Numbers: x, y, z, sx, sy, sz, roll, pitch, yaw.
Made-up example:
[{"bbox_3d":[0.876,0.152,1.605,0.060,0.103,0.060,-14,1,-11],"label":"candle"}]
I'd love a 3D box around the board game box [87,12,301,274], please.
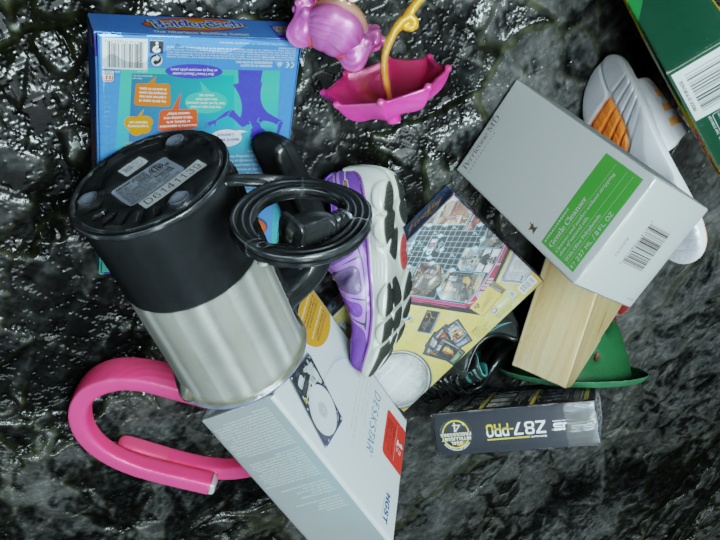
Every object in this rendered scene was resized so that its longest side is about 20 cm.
[{"bbox_3d":[-0.134,-0.096,0.630,0.152,0.045,0.201,-5,125,-24],"label":"board game box"}]

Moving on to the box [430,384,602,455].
[{"bbox_3d":[0.175,0.154,0.855,0.161,0.049,0.200,-9,175,16],"label":"box"}]

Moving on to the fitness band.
[{"bbox_3d":[-0.177,0.151,0.760,0.199,0.037,0.144,16,129,-8],"label":"fitness band"}]

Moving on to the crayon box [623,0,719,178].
[{"bbox_3d":[0.295,-0.174,0.691,0.058,0.173,0.200,-30,135,23],"label":"crayon box"}]

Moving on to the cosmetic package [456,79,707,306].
[{"bbox_3d":[0.185,-0.072,0.700,0.085,0.200,0.108,18,112,-37],"label":"cosmetic package"}]

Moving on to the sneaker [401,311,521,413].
[{"bbox_3d":[0.089,0.104,0.868,0.200,0.079,0.075,-43,131,10],"label":"sneaker"}]

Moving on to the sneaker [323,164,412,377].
[{"bbox_3d":[0.000,0.000,0.737,0.081,0.083,0.201,-36,127,-61],"label":"sneaker"}]

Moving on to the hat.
[{"bbox_3d":[0.251,0.031,0.907,0.200,0.165,0.177,-1,94,-52],"label":"hat"}]

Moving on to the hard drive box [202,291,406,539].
[{"bbox_3d":[-0.041,0.139,0.738,0.077,0.156,0.200,-21,120,22],"label":"hard drive box"}]

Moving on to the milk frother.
[{"bbox_3d":[-0.079,0.011,0.574,0.180,0.200,0.188,-28,132,-9],"label":"milk frother"}]

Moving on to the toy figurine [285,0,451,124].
[{"bbox_3d":[0.014,-0.199,0.561,0.199,0.150,0.184,23,111,-12],"label":"toy figurine"}]

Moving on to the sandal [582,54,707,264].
[{"bbox_3d":[0.274,-0.104,0.737,0.059,0.207,0.079,-14,164,-23],"label":"sandal"}]

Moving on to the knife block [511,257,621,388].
[{"bbox_3d":[0.224,-0.007,0.807,0.200,0.064,0.176,-49,142,-27],"label":"knife block"}]

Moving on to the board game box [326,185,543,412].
[{"bbox_3d":[0.065,0.032,0.800,0.135,0.035,0.200,41,102,-19],"label":"board game box"}]
